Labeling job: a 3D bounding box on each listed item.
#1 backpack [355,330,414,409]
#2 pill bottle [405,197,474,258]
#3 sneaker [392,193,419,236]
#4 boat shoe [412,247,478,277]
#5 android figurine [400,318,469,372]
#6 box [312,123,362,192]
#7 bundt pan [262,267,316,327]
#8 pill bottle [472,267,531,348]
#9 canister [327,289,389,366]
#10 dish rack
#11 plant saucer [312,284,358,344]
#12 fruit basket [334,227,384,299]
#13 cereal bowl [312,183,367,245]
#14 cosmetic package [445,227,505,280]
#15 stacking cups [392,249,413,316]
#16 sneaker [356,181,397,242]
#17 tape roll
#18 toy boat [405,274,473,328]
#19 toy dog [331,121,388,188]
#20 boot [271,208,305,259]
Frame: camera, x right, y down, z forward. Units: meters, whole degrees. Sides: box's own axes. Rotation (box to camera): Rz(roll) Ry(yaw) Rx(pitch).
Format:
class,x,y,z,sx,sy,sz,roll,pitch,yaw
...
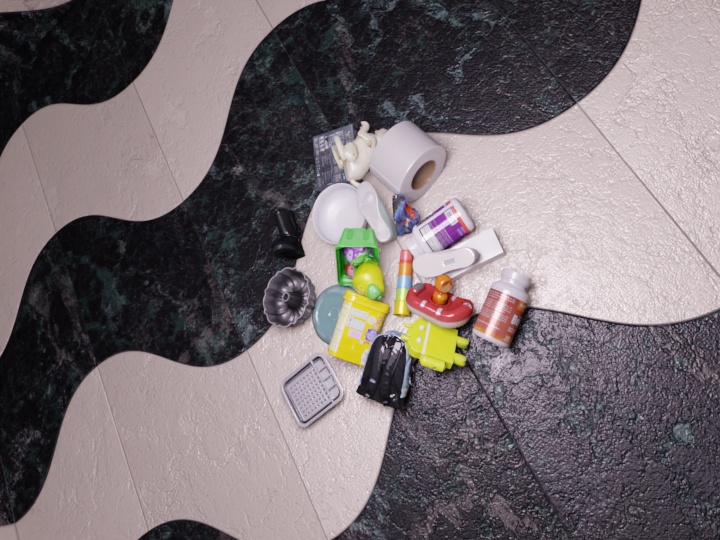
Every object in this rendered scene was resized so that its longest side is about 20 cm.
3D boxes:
class,x,y,z,sx,sy,sz,roll,pitch,yaw
backpack,0.086,0.280,1.604,0.160,0.153,0.205,12,107,28
pill bottle,0.234,-0.117,1.612,0.198,0.112,0.114,-35,68,15
sneaker,0.138,-0.173,1.629,0.077,0.200,0.077,-8,69,8
boat shoe,0.248,-0.031,1.559,0.197,0.068,0.073,-19,86,33
android figurine,0.212,0.205,1.547,0.196,0.041,0.184,20,48,3
box,-0.078,-0.378,1.836,0.155,0.051,0.205,-13,75,22
bundt pan,-0.227,0.097,1.794,0.199,0.075,0.206,-12,68,30
pill bottle,0.398,0.103,1.497,0.111,0.112,0.203,23,91,26
canister,-0.009,0.178,1.666,0.146,0.087,0.204,19,90,-6
dish rack,-0.151,0.384,1.738,0.199,0.043,0.173,-39,68,13
plant saucer,-0.080,0.143,1.752,0.196,0.036,0.205,-5,79,23
fruit basket,0.000,0.000,1.631,0.152,0.216,0.221,2,81,3
cereal bowl,-0.057,-0.177,1.772,0.196,0.083,0.205,-5,78,24
cosmetic package,0.320,-0.040,1.593,0.197,0.050,0.084,-28,68,18
stacking cups,0.132,0.038,1.666,0.059,0.060,0.205,-2,76,24
sneaker,0.052,-0.178,1.698,0.073,0.118,0.204,-25,81,17
tape roll,0.145,-0.330,1.642,0.139,0.202,0.204,44,99,24
toy boat,0.233,0.074,1.554,0.197,0.130,0.133,25,123,25
toy dog,0.029,-0.378,1.716,0.197,0.140,0.197,-24,79,-9
boot,-0.253,-0.127,1.797,0.072,0.198,0.166,-19,80,17
